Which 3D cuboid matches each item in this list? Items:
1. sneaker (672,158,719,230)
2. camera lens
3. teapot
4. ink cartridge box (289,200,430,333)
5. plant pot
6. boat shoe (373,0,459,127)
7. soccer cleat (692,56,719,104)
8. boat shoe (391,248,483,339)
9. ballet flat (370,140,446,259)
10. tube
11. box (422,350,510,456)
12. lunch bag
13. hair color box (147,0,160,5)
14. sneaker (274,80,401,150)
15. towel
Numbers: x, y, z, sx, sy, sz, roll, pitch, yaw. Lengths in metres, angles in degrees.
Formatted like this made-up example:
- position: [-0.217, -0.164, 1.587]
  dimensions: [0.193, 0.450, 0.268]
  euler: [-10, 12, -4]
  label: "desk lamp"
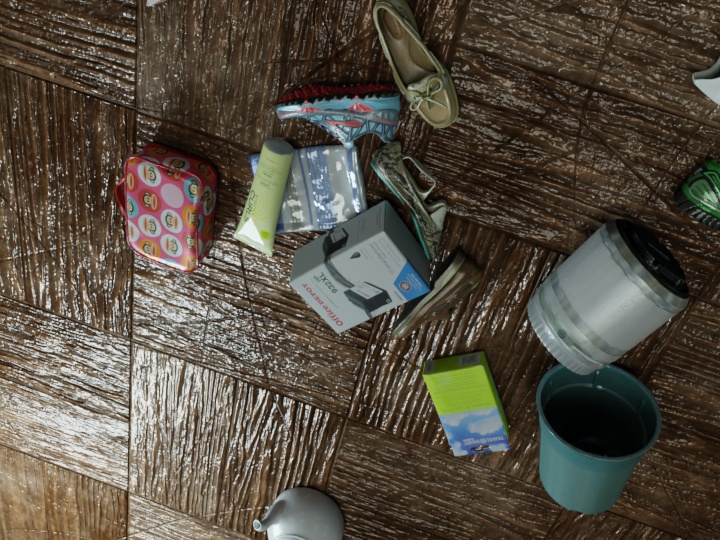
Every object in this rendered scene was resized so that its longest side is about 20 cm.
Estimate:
- position: [0.548, -0.084, 0.861]
  dimensions: [0.195, 0.079, 0.087]
  euler: [26, 123, -1]
  label: "sneaker"
- position: [0.370, 0.038, 0.929]
  dimensions: [0.158, 0.161, 0.201]
  euler: [36, 122, -9]
  label: "camera lens"
- position: [-0.131, 0.612, 1.403]
  dimensions: [0.193, 0.147, 0.203]
  euler: [8, 122, 9]
  label: "teapot"
- position: [0.000, 0.000, 1.033]
  dimensions: [0.196, 0.085, 0.145]
  euler: [-26, 125, 26]
  label: "ink cartridge box"
- position: [0.393, 0.300, 1.068]
  dimensions: [0.193, 0.203, 0.201]
  euler: [4, 129, 12]
  label: "plant pot"
- position: [0.074, -0.287, 0.874]
  dimensions: [0.072, 0.063, 0.202]
  euler: [-27, 111, 26]
  label: "boat shoe"
- position: [0.496, -0.300, 0.756]
  dimensions: [0.083, 0.069, 0.203]
  euler: [22, 127, -5]
  label: "soccer cleat"
- position: [0.129, 0.058, 1.056]
  dimensions: [0.067, 0.072, 0.201]
  euler: [35, 122, -7]
  label: "boat shoe"
- position: [0.092, -0.113, 0.975]
  dimensions: [0.074, 0.068, 0.203]
  euler: [-30, 107, 11]
  label: "ballet flat"
- position: [-0.157, -0.117, 1.021]
  dimensions: [0.051, 0.059, 0.203]
  euler: [-6, 135, -34]
  label: "tube"
- position: [0.204, 0.254, 1.165]
  dimensions: [0.118, 0.048, 0.204]
  euler: [-13, 116, 22]
  label: "box"
- position: [-0.342, -0.109, 1.074]
  dimensions: [0.171, 0.083, 0.205]
  euler: [18, 123, 4]
  label: "lunch bag"
- position: [-0.230, -0.461, 0.853]
  dimensions: [0.195, 0.062, 0.103]
  euler: [-17, 115, 24]
  label: "hair color box"
- position: [-0.035, -0.225, 0.930]
  dimensions: [0.193, 0.080, 0.098]
  euler: [3, 123, 13]
  label: "sneaker"
- position: [-0.084, -0.131, 1.030]
  dimensions: [0.193, 0.024, 0.151]
  euler: [-1, 118, 15]
  label: "towel"
